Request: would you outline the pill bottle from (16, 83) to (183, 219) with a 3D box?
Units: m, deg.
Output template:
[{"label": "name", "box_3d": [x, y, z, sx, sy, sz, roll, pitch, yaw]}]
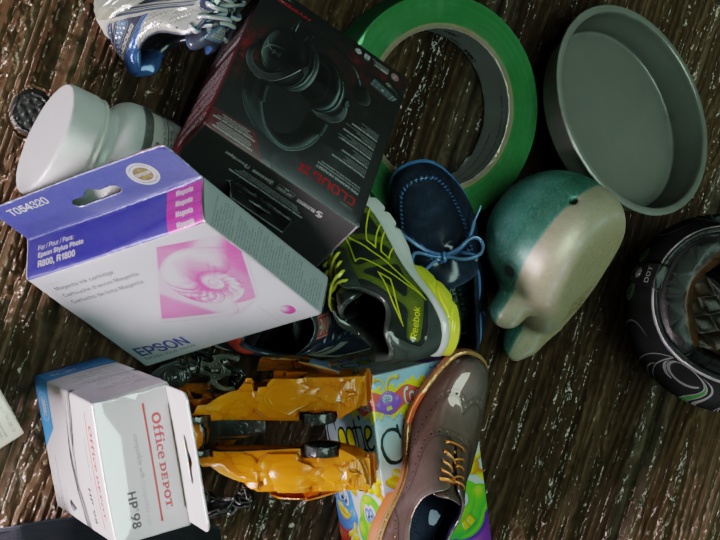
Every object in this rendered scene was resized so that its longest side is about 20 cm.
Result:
[{"label": "pill bottle", "box_3d": [-0.169, -0.067, 1.538, 0.199, 0.114, 0.115, 25, 83, -26]}]

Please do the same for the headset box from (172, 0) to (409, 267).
[{"label": "headset box", "box_3d": [-0.059, -0.110, 1.518, 0.148, 0.077, 0.201, 33, 45, -14]}]

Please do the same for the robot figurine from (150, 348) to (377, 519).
[{"label": "robot figurine", "box_3d": [-0.087, 0.134, 1.586, 0.198, 0.058, 0.147, -1, 97, 12]}]

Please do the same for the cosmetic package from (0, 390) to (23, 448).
[{"label": "cosmetic package", "box_3d": [-0.371, 0.143, 1.461, 0.199, 0.105, 0.072, -33, 106, -22]}]

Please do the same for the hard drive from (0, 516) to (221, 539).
[{"label": "hard drive", "box_3d": [-0.195, 0.262, 1.555, 0.198, 0.042, 0.136, 5, 56, -30]}]

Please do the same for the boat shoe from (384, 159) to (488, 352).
[{"label": "boat shoe", "box_3d": [0.081, -0.008, 1.651, 0.083, 0.069, 0.201, -21, 129, 8]}]

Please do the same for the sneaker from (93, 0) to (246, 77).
[{"label": "sneaker", "box_3d": [-0.118, -0.218, 1.516, 0.077, 0.199, 0.086, 16, 50, -58]}]

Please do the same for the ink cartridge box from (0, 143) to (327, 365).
[{"label": "ink cartridge box", "box_3d": [-0.161, -0.005, 1.484, 0.200, 0.195, 0.044, 38, 48, -39]}]

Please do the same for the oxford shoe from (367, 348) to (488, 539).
[{"label": "oxford shoe", "box_3d": [0.072, 0.165, 1.585, 0.071, 0.073, 0.202, 20, 86, -26]}]

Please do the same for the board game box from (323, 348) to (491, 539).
[{"label": "board game box", "box_3d": [0.040, 0.173, 1.669, 0.104, 0.103, 0.202, -12, 100, -25]}]

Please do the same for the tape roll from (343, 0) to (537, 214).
[{"label": "tape roll", "box_3d": [0.061, -0.144, 1.684, 0.199, 0.048, 0.203, -3, 96, -27]}]

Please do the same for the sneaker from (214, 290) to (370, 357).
[{"label": "sneaker", "box_3d": [-0.036, 0.044, 1.630, 0.198, 0.084, 0.076, -6, 97, -26]}]

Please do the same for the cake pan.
[{"label": "cake pan", "box_3d": [0.240, -0.143, 1.743, 0.199, 0.037, 0.202, 15, 66, -37]}]

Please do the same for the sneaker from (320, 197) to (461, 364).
[{"label": "sneaker", "box_3d": [0.000, 0.000, 1.594, 0.084, 0.200, 0.075, -18, 142, -41]}]

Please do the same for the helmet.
[{"label": "helmet", "box_3d": [0.344, 0.041, 1.764, 0.198, 0.191, 0.202, -1, 83, 7]}]

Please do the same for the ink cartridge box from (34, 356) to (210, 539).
[{"label": "ink cartridge box", "box_3d": [-0.191, 0.142, 1.496, 0.066, 0.200, 0.117, -13, 100, -24]}]

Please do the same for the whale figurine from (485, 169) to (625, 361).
[{"label": "whale figurine", "box_3d": [0.159, -0.007, 1.696, 0.104, 0.201, 0.159, 39, 58, 19]}]
